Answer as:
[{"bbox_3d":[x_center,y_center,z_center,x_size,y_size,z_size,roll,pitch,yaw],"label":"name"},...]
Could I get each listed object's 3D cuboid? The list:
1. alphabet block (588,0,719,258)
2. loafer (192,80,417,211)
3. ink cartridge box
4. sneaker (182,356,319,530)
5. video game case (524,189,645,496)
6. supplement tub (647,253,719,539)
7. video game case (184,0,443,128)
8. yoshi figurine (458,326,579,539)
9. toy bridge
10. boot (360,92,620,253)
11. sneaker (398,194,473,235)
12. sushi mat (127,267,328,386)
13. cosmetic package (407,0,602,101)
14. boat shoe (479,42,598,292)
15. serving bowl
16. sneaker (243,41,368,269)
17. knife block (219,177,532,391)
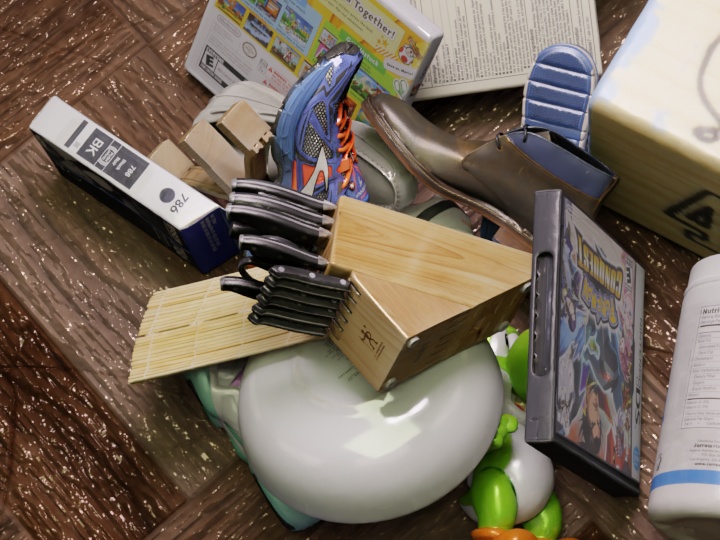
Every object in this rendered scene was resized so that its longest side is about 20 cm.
[{"bbox_3d":[0.303,-0.119,1.589,0.199,0.196,0.196,28,77,16],"label":"alphabet block"},{"bbox_3d":[-0.044,-0.090,1.647,0.200,0.070,0.070,23,42,32],"label":"loafer"},{"bbox_3d":[-0.169,-0.058,1.674,0.200,0.100,0.039,32,76,18],"label":"ink cartridge box"},{"bbox_3d":[-0.051,0.086,1.623,0.140,0.078,0.200,-34,79,-8],"label":"sneaker"},{"bbox_3d":[0.167,0.057,1.531,0.025,0.200,0.182,-4,72,24],"label":"video game case"},{"bbox_3d":[0.289,0.102,1.540,0.131,0.132,0.201,9,70,10],"label":"supplement tub"},{"bbox_3d":[-0.041,-0.175,1.675,0.200,0.182,0.023,42,40,19],"label":"video game case"},{"bbox_3d":[0.129,0.123,1.570,0.111,0.112,0.201,-4,67,-3],"label":"yoshi figurine"},{"bbox_3d":[-0.111,-0.085,1.638,0.067,0.200,0.027,45,69,-12],"label":"toy bridge"},{"bbox_3d":[0.100,-0.090,1.585,0.200,0.075,0.097,40,106,-2],"label":"boot"},{"bbox_3d":[0.000,0.000,1.658,0.199,0.074,0.080,-17,40,5],"label":"sneaker"},{"bbox_3d":[-0.081,0.031,1.554,0.199,0.012,0.096,-14,43,26],"label":"sushi mat"},{"bbox_3d":[0.090,-0.198,1.688,0.199,0.071,0.106,-6,106,4],"label":"cosmetic package"},{"bbox_3d":[0.150,-0.079,1.645,0.072,0.072,0.201,20,104,14],"label":"boat shoe"},{"bbox_3d":[0.001,0.080,1.520,0.199,0.066,0.201,-8,51,10],"label":"serving bowl"},{"bbox_3d":[-0.026,-0.080,1.572,0.078,0.201,0.075,21,31,9],"label":"sneaker"},{"bbox_3d":[0.003,-0.010,1.477,0.200,0.064,0.176,-24,64,-38],"label":"knife block"}]
